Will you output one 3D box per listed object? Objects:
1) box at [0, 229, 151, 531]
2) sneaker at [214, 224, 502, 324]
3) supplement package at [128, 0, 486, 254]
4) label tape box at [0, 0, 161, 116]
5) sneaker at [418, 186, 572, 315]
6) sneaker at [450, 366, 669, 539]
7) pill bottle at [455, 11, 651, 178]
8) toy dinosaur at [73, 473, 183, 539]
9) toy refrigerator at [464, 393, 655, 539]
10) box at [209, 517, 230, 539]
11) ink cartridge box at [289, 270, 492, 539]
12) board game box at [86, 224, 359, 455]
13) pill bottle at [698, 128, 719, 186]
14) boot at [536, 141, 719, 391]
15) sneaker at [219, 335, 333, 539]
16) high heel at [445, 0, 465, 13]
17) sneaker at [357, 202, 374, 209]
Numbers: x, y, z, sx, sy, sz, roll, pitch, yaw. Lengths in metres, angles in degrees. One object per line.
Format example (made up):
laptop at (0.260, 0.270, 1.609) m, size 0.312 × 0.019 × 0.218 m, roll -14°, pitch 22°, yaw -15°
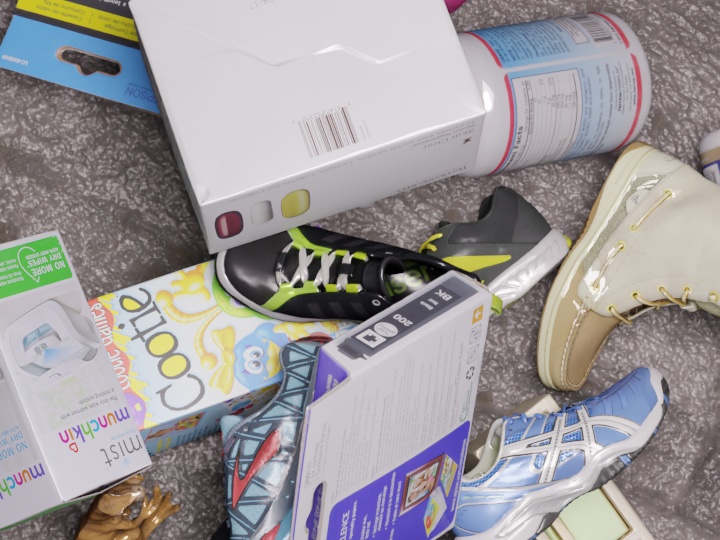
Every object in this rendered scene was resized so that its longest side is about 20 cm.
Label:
box at (-0.264, 0.092, 1.422) m, size 0.097 × 0.200 × 0.177 m, roll -18°, pitch 86°, yaw -52°
sneaker at (0.000, 0.000, 1.436) m, size 0.199 × 0.083 × 0.072 m, roll 11°, pitch 70°, yaw -5°
supplement package at (-0.036, -0.125, 1.411) m, size 0.199 × 0.111 × 0.156 m, roll -18°, pitch 75°, yaw -6°
label tape box at (-0.164, -0.213, 1.530) m, size 0.144 × 0.063 × 0.201 m, roll 17°, pitch 79°, yaw 14°
sneaker at (0.065, 0.013, 1.574) m, size 0.200 × 0.074 × 0.085 m, roll -37°, pitch 85°, yaw -22°
sneaker at (0.140, 0.127, 1.497) m, size 0.200 × 0.076 × 0.077 m, roll -37°, pitch 93°, yaw -16°
pill bottle at (0.109, -0.128, 1.551) m, size 0.199 × 0.109 × 0.109 m, roll -11°, pitch 85°, yaw -28°
toy dinosaur at (-0.187, 0.195, 1.480) m, size 0.060 × 0.200 × 0.106 m, roll 36°, pitch 46°, yaw 15°
toy refrigerator at (0.165, 0.196, 1.565) m, size 0.076 × 0.070 × 0.200 m, roll -36°, pitch 91°, yaw -14°
box at (-0.018, 0.242, 1.504) m, size 0.200 × 0.104 × 0.148 m, roll 38°, pitch 78°, yaw -5°
ink cartridge box at (0.004, 0.123, 1.361) m, size 0.043 × 0.199 × 0.200 m, roll 26°, pitch 34°, yaw 28°
board game box at (-0.109, 0.056, 1.502) m, size 0.199 × 0.105 × 0.103 m, roll -19°, pitch 77°, yaw -13°
pill bottle at (0.335, -0.017, 1.602) m, size 0.115 × 0.116 × 0.201 m, roll -10°, pitch 86°, yaw -12°
boot at (0.230, 0.020, 1.553) m, size 0.154 × 0.072 × 0.201 m, roll 26°, pitch 92°, yaw 29°
sneaker at (-0.060, 0.138, 1.426) m, size 0.095 × 0.079 × 0.200 m, roll 28°, pitch 84°, yaw 16°
high heel at (0.008, -0.273, 1.585) m, size 0.096 × 0.067 × 0.200 m, roll -43°, pitch 113°, yaw -4°
sneaker at (-0.054, -0.134, 1.571) m, size 0.105 × 0.076 × 0.201 m, roll -17°, pitch 87°, yaw 6°
